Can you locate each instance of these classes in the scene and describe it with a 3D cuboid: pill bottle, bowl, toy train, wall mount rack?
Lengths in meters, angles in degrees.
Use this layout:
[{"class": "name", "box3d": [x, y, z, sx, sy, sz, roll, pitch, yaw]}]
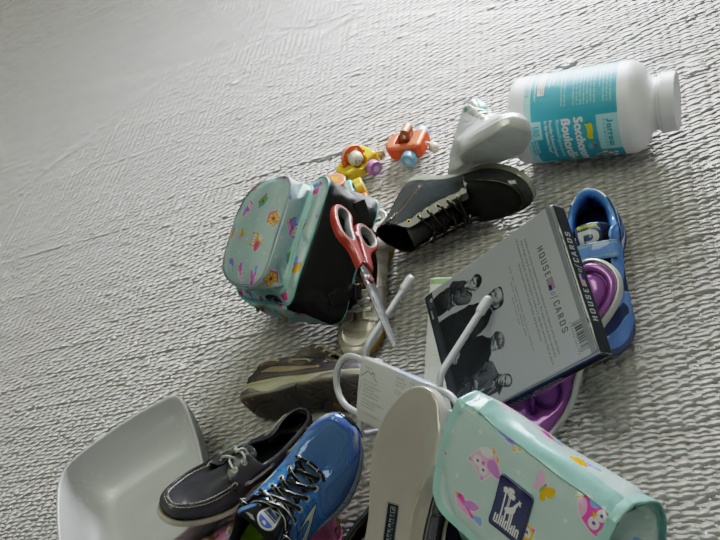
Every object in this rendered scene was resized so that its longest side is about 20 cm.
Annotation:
[{"class": "pill bottle", "box3d": [0.290, -0.197, 0.990, 0.197, 0.111, 0.112, -3, 51, 30]}, {"class": "bowl", "box3d": [-0.254, 0.271, 0.937, 0.198, 0.075, 0.201, -33, 44, 2]}, {"class": "toy train", "box3d": [0.017, -0.146, 1.139, 0.148, 0.056, 0.201, 3, 48, 37]}, {"class": "wall mount rack", "box3d": [0.058, 0.103, 0.819, 0.199, 0.074, 0.177, 15, 102, 49]}]

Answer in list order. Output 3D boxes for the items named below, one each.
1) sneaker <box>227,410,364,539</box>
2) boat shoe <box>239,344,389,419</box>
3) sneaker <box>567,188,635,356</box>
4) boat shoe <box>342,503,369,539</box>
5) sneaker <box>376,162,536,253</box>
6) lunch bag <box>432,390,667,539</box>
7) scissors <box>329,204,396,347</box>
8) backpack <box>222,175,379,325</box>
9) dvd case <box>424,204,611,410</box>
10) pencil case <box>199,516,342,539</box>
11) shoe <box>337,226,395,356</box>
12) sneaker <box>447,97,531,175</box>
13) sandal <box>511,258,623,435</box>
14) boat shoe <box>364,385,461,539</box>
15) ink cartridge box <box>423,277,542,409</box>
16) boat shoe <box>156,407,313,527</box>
[{"class": "sneaker", "box3d": [-0.065, 0.223, 0.746, 0.078, 0.089, 0.202, 31, 85, 16]}, {"class": "boat shoe", "box3d": [-0.053, 0.122, 0.946, 0.197, 0.075, 0.074, -10, 47, 21]}, {"class": "sneaker", "box3d": [0.252, -0.001, 0.863, 0.073, 0.083, 0.202, -10, 50, 21]}, {"class": "boat shoe", "box3d": [-0.005, 0.299, 0.770, 0.074, 0.062, 0.201, 25, 70, 39]}, {"class": "sneaker", "box3d": [0.118, -0.069, 1.000, 0.198, 0.075, 0.107, -4, 38, 42]}, {"class": "lunch bag", "box3d": [0.153, 0.203, 0.652, 0.122, 0.202, 0.170, -39, 44, -17]}, {"class": "scissors", "box3d": [0.000, 0.000, 0.867, 0.014, 0.073, 0.202, -39, 34, 24]}, {"class": "backpack", "box3d": [-0.088, -0.025, 1.014, 0.199, 0.151, 0.179, -9, 65, 65]}, {"class": "dvd case", "box3d": [0.146, 0.051, 0.790, 0.200, 0.024, 0.152, -39, 53, 45]}, {"class": "pencil case", "box3d": [-0.115, 0.294, 0.828, 0.198, 0.083, 0.087, -33, 13, 2]}, {"class": "shoe", "box3d": [0.001, 0.022, 1.014, 0.069, 0.054, 0.202, -10, 49, 24]}, {"class": "sneaker", "box3d": [0.152, -0.178, 1.000, 0.074, 0.200, 0.090, 3, 83, -13]}, {"class": "sandal", "box3d": [0.187, 0.076, 0.790, 0.082, 0.050, 0.205, 26, 89, 33]}, {"class": "boat shoe", "box3d": [0.058, 0.210, 0.740, 0.074, 0.092, 0.203, 11, 87, 41]}, {"class": "ink cartridge box", "box3d": [0.139, 0.107, 0.866, 0.143, 0.048, 0.204, -2, 75, 30]}, {"class": "boat shoe", "box3d": [-0.129, 0.204, 0.857, 0.198, 0.064, 0.072, -19, 38, -38]}]
